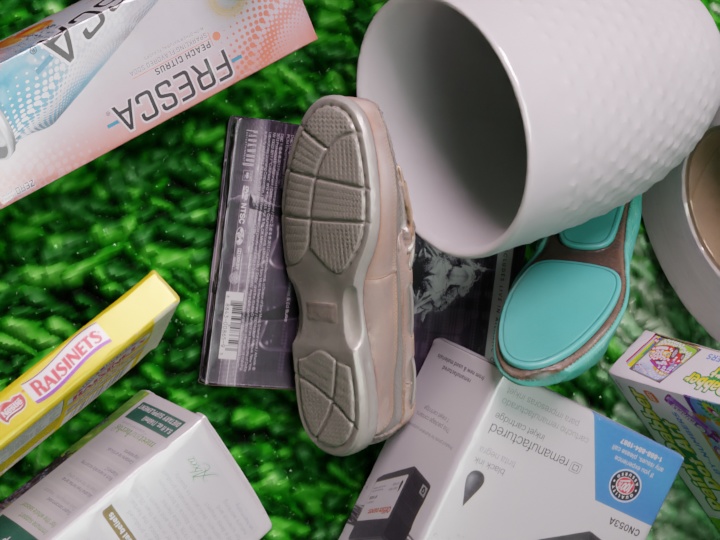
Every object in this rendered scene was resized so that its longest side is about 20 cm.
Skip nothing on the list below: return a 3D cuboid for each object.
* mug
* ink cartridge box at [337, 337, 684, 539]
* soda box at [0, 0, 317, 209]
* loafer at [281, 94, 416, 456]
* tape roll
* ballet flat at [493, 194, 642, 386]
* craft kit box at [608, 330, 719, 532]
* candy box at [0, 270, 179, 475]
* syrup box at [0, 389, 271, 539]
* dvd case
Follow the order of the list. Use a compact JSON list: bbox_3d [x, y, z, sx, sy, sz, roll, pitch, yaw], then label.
[{"bbox_3d":[0.098,-0.121,1.104,0.175,0.148,0.200,-19,70,-33],"label":"mug"},{"bbox_3d":[0.073,0.162,1.145,0.145,0.084,0.200,26,89,-29],"label":"ink cartridge box"},{"bbox_3d":[-0.125,-0.107,1.021,0.200,0.064,0.068,-31,111,-23],"label":"soda box"},{"bbox_3d":[0.000,0.000,1.092,0.063,0.072,0.200,-13,110,-44],"label":"loafer"},{"bbox_3d":[0.249,-0.043,1.159,0.071,0.202,0.203,-20,106,-26],"label":"tape roll"},{"bbox_3d":[0.125,0.011,1.136,0.200,0.067,0.070,-67,157,-43],"label":"ballet flat"},{"bbox_3d":[0.267,0.133,1.196,0.049,0.197,0.200,-43,114,-14],"label":"craft kit box"},{"bbox_3d":[-0.178,0.080,0.996,0.200,0.102,0.026,-40,84,-19],"label":"candy box"},{"bbox_3d":[-0.154,0.158,1.031,0.200,0.079,0.082,-38,113,-19],"label":"syrup box"},{"bbox_3d":[0.007,-0.003,1.136,0.200,0.016,0.149,5,93,-29],"label":"dvd case"}]
